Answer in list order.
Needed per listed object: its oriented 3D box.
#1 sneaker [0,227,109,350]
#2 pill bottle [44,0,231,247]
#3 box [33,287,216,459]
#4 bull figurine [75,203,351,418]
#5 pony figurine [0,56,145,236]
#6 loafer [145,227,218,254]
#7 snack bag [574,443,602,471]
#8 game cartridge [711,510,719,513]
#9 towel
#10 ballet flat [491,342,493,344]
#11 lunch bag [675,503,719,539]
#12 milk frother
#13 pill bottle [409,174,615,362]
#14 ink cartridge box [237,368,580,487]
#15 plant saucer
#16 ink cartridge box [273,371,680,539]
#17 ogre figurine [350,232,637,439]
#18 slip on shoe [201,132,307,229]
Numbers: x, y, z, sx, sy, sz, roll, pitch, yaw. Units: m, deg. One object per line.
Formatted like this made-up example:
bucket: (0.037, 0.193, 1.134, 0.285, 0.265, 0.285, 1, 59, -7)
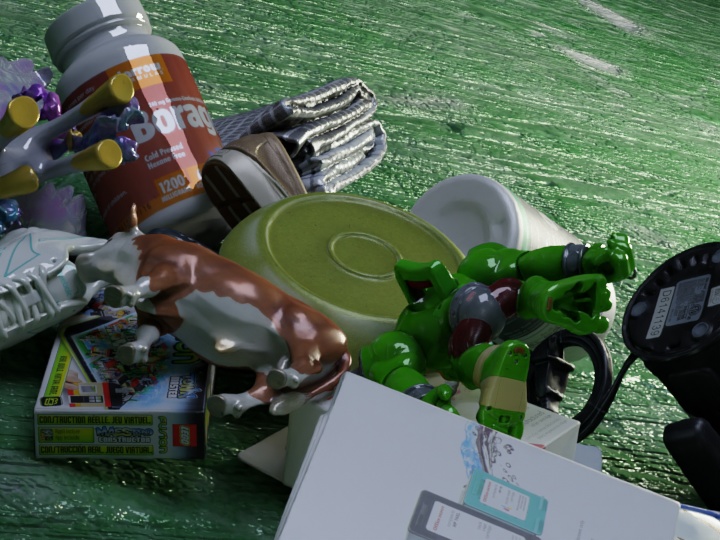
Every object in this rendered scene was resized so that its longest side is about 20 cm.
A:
sneaker: (-0.232, 0.014, 1.305, 0.079, 0.071, 0.200, -5, 19, 27)
pill bottle: (-0.174, -0.112, 1.553, 0.112, 0.112, 0.201, -7, 67, -52)
box: (-0.152, 0.065, 1.314, 0.109, 0.035, 0.200, 0, 22, -2)
bull figurine: (-0.102, 0.028, 1.261, 0.198, 0.066, 0.121, 22, 28, 9)
pony figurine: (-0.250, -0.081, 1.432, 0.199, 0.168, 0.192, -19, 2, 39)
loafer: (-0.090, 0.045, 1.448, 0.198, 0.073, 0.072, 24, 43, 10)
snack bag: (0.083, 0.144, 1.363, 0.186, 0.022, 0.200, 10, 19, 6)
game cartridge: (0.236, 0.215, 1.369, 0.199, 0.041, 0.133, 3, 23, -40)
towel: (-0.083, -0.101, 1.674, 0.164, 0.086, 0.200, -14, 9, 22)
ballet flat: (0.071, 0.081, 1.470, 0.070, 0.068, 0.200, -13, 4, 3)
lunch bag: (0.204, 0.232, 1.188, 0.159, 0.076, 0.201, 17, 36, -30)
milk frother: (0.257, 0.104, 1.546, 0.199, 0.181, 0.188, 2, -40, 51)
pill bottle: (0.125, 0.005, 1.609, 0.113, 0.114, 0.200, 37, 4, 37)
ink cartridge box: (0.029, 0.113, 1.295, 0.198, 0.068, 0.116, 18, 23, 28)
plant saucer: (0.000, 0.000, 1.375, 0.198, 0.031, 0.201, 12, 33, -8)
ink cartridge box: (0.045, 0.182, 1.050, 0.198, 0.148, 0.147, 21, 40, 2)
ogre figurine: (0.078, 0.036, 1.261, 0.119, 0.201, 0.098, 16, -22, 49)
slip on shoe: (-0.043, -0.012, 1.485, 0.060, 0.076, 0.201, -35, 91, -36)
